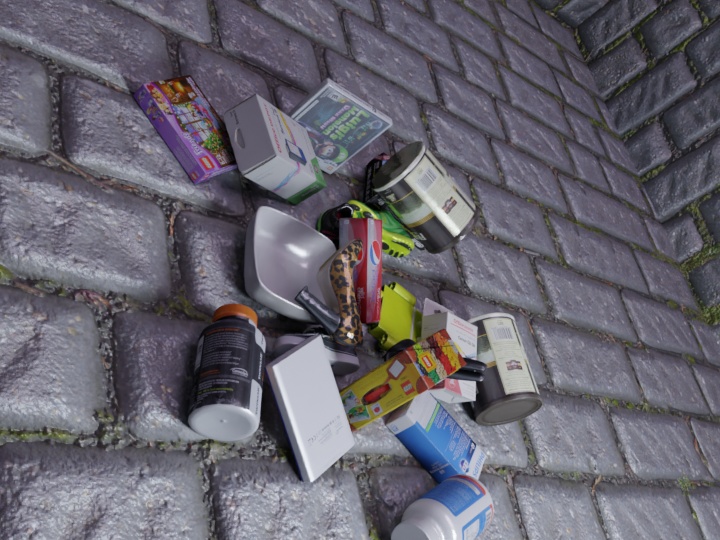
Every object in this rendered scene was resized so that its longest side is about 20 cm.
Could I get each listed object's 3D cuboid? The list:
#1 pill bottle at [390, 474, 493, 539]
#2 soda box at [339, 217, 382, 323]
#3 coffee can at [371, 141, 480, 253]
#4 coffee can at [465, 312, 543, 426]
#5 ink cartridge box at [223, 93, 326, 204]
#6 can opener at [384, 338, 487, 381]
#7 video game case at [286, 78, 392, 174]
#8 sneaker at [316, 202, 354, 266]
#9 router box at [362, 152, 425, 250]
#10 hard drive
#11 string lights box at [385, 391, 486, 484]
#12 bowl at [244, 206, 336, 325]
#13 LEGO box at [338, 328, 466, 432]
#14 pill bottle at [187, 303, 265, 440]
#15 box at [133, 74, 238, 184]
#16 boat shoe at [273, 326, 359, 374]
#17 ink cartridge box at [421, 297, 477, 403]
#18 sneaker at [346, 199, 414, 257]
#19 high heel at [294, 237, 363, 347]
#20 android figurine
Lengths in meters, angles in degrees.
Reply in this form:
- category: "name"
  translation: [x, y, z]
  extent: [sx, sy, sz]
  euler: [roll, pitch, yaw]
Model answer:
- category: "pill bottle"
  translation: [0.139, 0.434, 1.430]
  extent: [0.200, 0.112, 0.112]
  euler: [-12, 71, -54]
- category: "soda box"
  translation: [0.000, 0.000, 1.592]
  extent: [0.070, 0.063, 0.201]
  euler: [-1, 91, -64]
- category: "coffee can"
  translation: [0.141, -0.157, 1.799]
  extent: [0.200, 0.146, 0.146]
  euler: [47, 34, -19]
- category: "coffee can"
  translation: [0.289, 0.211, 1.776]
  extent: [0.146, 0.146, 0.200]
  euler: [17, 48, -42]
- category: "ink cartridge box"
  translation: [-0.164, -0.231, 1.614]
  extent: [0.200, 0.087, 0.146]
  euler: [23, 43, -60]
- category: "can opener"
  translation: [0.143, 0.183, 1.598]
  extent: [0.199, 0.063, 0.079]
  euler: [11, 46, -1]
- category: "video game case"
  translation: [-0.066, -0.295, 1.732]
  extent: [0.182, 0.200, 0.023]
  euler: [25, 45, -36]
- category: "sneaker"
  translation: [-0.046, -0.061, 1.658]
  extent: [0.077, 0.084, 0.200]
  euler: [29, 41, -31]
- category: "router box"
  translation: [0.097, -0.161, 1.939]
  extent: [0.200, 0.062, 0.150]
  euler: [35, 40, -27]
- category: "hard drive"
  translation: [-0.080, 0.222, 1.355]
  extent: [0.132, 0.025, 0.200]
  euler: [-30, 107, -52]
- category: "string lights box"
  translation: [0.147, 0.325, 1.582]
  extent: [0.200, 0.059, 0.103]
  euler: [49, 35, -8]
- category: "bowl"
  translation: [-0.133, 0.001, 1.507]
  extent: [0.200, 0.075, 0.200]
  euler: [28, 42, -35]
- category: "LEGO box"
  translation: [0.065, 0.195, 1.467]
  extent: [0.149, 0.200, 0.077]
  euler: [-20, 77, -55]
- category: "pill bottle"
  translation: [-0.200, 0.148, 1.269]
  extent: [0.106, 0.106, 0.200]
  euler: [31, 41, -31]
- category: "box"
  translation: [-0.313, -0.266, 1.549]
  extent: [0.200, 0.039, 0.137]
  euler: [55, 34, 0]
- category: "boat shoe"
  translation: [-0.078, 0.132, 1.463]
  extent: [0.200, 0.072, 0.068]
  euler: [19, 49, -44]
- category: "ink cartridge box"
  translation: [0.182, 0.160, 1.702]
  extent: [0.116, 0.067, 0.200]
  euler: [27, 59, -45]
- category: "sneaker"
  translation: [0.031, -0.096, 1.806]
  extent: [0.200, 0.074, 0.084]
  euler: [33, 24, -36]
- category: "high heel"
  translation: [-0.015, 0.039, 1.481]
  extent: [0.143, 0.071, 0.200]
  euler: [44, 52, -5]
- category: "android figurine"
  translation: [0.080, 0.109, 1.706]
  extent: [0.200, 0.041, 0.182]
  euler: [38, 37, -21]
